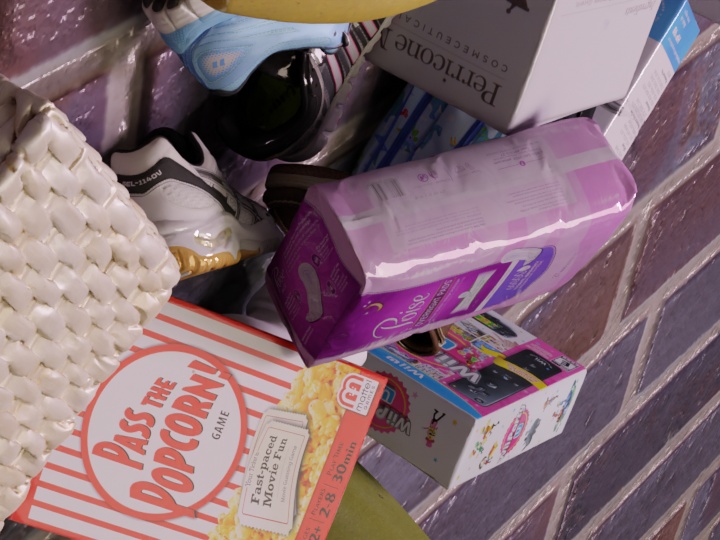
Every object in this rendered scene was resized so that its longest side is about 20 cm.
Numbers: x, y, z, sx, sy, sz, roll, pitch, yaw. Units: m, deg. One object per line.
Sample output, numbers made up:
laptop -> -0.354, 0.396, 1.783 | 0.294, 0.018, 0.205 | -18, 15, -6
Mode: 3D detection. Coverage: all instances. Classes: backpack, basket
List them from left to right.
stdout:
basket -> -0.212, 0.006, 0.915 | 0.199, 0.160, 0.200 | -56, 159, -12
backpack -> 0.078, -0.080, 1.450 | 0.200, 0.154, 0.163 | -42, 166, 35

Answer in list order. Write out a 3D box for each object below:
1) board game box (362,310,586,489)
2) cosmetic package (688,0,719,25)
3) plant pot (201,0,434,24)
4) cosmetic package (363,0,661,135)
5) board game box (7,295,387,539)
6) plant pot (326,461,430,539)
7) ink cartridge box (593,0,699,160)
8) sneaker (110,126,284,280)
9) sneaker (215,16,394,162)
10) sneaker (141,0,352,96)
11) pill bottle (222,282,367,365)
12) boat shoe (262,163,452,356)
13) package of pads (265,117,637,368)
board game box -> 0.065, 0.083, 1.591 | 0.200, 0.147, 0.064 | -19, 135, -58
cosmetic package -> 0.307, -0.234, 1.647 | 0.101, 0.200, 0.072 | -22, 136, -55
plant pot -> -0.031, -0.231, 0.981 | 0.200, 0.194, 0.196 | -34, 147, -32
cosmetic package -> 0.094, -0.215, 1.275 | 0.165, 0.164, 0.201 | -20, 134, -55
board game box -> -0.100, 0.099, 1.231 | 0.199, 0.046, 0.152 | 21, 89, -28
plant pot -> -0.020, 0.226, 1.517 | 0.187, 0.200, 0.188 | -46, 154, -31
ink cartridge box -> 0.151, -0.131, 1.554 | 0.200, 0.116, 0.067 | -59, 158, -5
sneaker -> -0.095, -0.042, 1.207 | 0.075, 0.088, 0.200 | -18, 180, 5
sneaker -> -0.031, -0.144, 1.215 | 0.087, 0.074, 0.200 | -31, 149, -59
sneaker -> -0.025, -0.168, 1.147 | 0.200, 0.078, 0.090 | -34, 125, -14
pill bottle -> -0.087, 0.103, 1.345 | 0.200, 0.113, 0.113 | -49, 155, -22
boat shoe -> 0.005, 0.000, 1.315 | 0.202, 0.074, 0.075 | 33, 65, -48
package of pads -> 0.053, -0.019, 1.224 | 0.199, 0.076, 0.121 | -16, 157, -27
